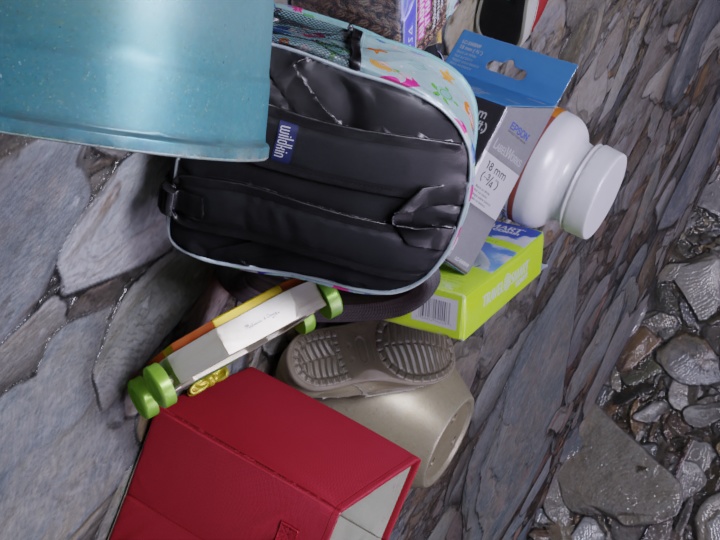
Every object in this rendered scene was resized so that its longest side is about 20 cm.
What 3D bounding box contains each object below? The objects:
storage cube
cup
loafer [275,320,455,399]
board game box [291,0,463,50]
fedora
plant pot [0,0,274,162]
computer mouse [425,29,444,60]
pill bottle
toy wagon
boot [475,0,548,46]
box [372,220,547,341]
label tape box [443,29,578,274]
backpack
[{"bbox_3d":[-0.084,0.207,1.339,0.200,0.179,0.172,-20,134,-66],"label":"storage cube"},{"bbox_3d":[0.030,0.139,1.615,0.201,0.143,0.201,-53,159,-30],"label":"cup"},{"bbox_3d":[0.001,0.081,1.503,0.199,0.068,0.076,-1,76,-37],"label":"loafer"},{"bbox_3d":[0.040,-0.270,1.146,0.200,0.096,0.160,-53,159,-28],"label":"board game box"},{"bbox_3d":[-0.025,-0.026,1.268,0.200,0.175,0.091,53,35,-71],"label":"fedora"},{"bbox_3d":[-0.127,-0.158,0.723,0.200,0.199,0.190,-10,110,-68],"label":"plant pot"},{"bbox_3d":[0.057,-0.154,1.272,0.140,0.046,0.202,145,-48,-82],"label":"computer mouse"},{"bbox_3d":[0.137,-0.109,1.471,0.112,0.199,0.113,-53,160,-29],"label":"pill bottle"},{"bbox_3d":[-0.103,0.059,1.216,0.155,0.040,0.200,-28,178,-22],"label":"toy wagon"},{"bbox_3d":[0.177,-0.319,1.510,0.144,0.072,0.201,-51,167,-34],"label":"boot"},{"bbox_3d":[0.079,-0.004,1.418,0.200,0.121,0.048,-34,133,-56],"label":"box"},{"bbox_3d":[0.074,-0.116,1.367,0.063,0.144,0.201,30,87,-47],"label":"label tape box"},{"bbox_3d":[-0.020,-0.081,1.088,0.151,0.199,0.179,-71,177,-60],"label":"backpack"}]
